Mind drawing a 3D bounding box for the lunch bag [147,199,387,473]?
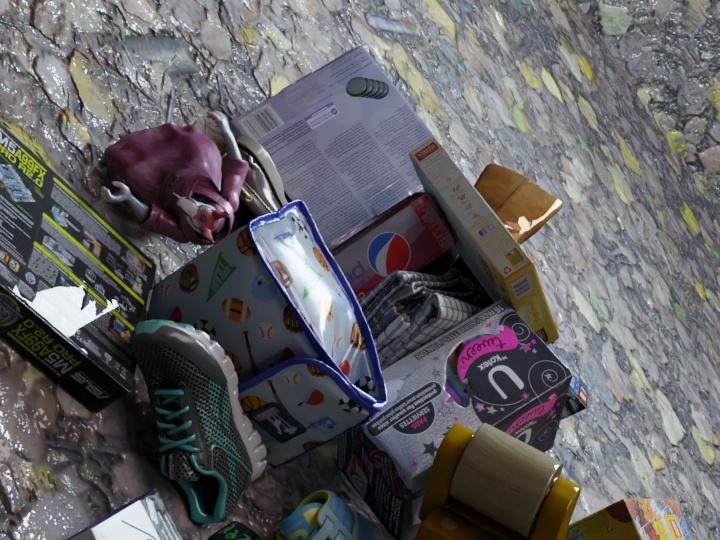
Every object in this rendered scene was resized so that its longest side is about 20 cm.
[{"bbox_3d":[-0.086,0.070,1.288,0.202,0.169,0.124,60,32,-1],"label":"lunch bag"}]

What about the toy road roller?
[{"bbox_3d":[0.095,0.249,1.246,0.122,0.202,0.146,25,37,17],"label":"toy road roller"}]

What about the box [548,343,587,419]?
[{"bbox_3d":[0.130,0.134,1.585,0.137,0.199,0.040,48,31,-22],"label":"box"}]

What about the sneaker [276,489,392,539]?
[{"bbox_3d":[-0.024,0.284,1.290,0.131,0.079,0.201,44,20,-34],"label":"sneaker"}]

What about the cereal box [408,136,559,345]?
[{"bbox_3d":[0.126,-0.026,1.476,0.201,0.039,0.144,57,-3,37],"label":"cereal box"}]

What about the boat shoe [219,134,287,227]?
[{"bbox_3d":[-0.095,-0.041,1.514,0.059,0.071,0.202,-38,115,-24],"label":"boat shoe"}]

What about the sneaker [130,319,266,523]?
[{"bbox_3d":[-0.139,0.130,1.205,0.202,0.077,0.092,64,31,-33],"label":"sneaker"}]

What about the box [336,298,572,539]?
[{"bbox_3d":[0.089,0.145,1.387,0.199,0.133,0.115,-29,59,-24],"label":"box"}]

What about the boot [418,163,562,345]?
[{"bbox_3d":[0.174,-0.017,1.632,0.187,0.069,0.200,29,46,18],"label":"boot"}]

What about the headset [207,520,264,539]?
[{"bbox_3d":[-0.061,0.284,1.170,0.093,0.123,0.202,-29,126,-27],"label":"headset"}]

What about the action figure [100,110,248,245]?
[{"bbox_3d":[-0.163,-0.062,1.327,0.200,0.133,0.150,49,-18,53],"label":"action figure"}]

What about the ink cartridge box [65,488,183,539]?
[{"bbox_3d":[-0.147,0.277,1.104,0.202,0.044,0.094,62,27,3],"label":"ink cartridge box"}]

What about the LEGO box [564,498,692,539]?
[{"bbox_3d":[0.254,0.329,1.613,0.148,0.199,0.078,13,50,-56],"label":"LEGO box"}]

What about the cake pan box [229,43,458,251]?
[{"bbox_3d":[-0.022,-0.127,1.585,0.199,0.052,0.185,-34,74,-23],"label":"cake pan box"}]

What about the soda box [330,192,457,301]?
[{"bbox_3d":[0.000,0.000,1.483,0.064,0.199,0.070,56,-5,-7],"label":"soda box"}]

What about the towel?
[{"bbox_3d":[0.029,0.077,1.456,0.165,0.200,0.086,10,41,-58],"label":"towel"}]

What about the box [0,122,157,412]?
[{"bbox_3d":[-0.259,-0.003,1.192,0.200,0.044,0.161,45,29,-31],"label":"box"}]
